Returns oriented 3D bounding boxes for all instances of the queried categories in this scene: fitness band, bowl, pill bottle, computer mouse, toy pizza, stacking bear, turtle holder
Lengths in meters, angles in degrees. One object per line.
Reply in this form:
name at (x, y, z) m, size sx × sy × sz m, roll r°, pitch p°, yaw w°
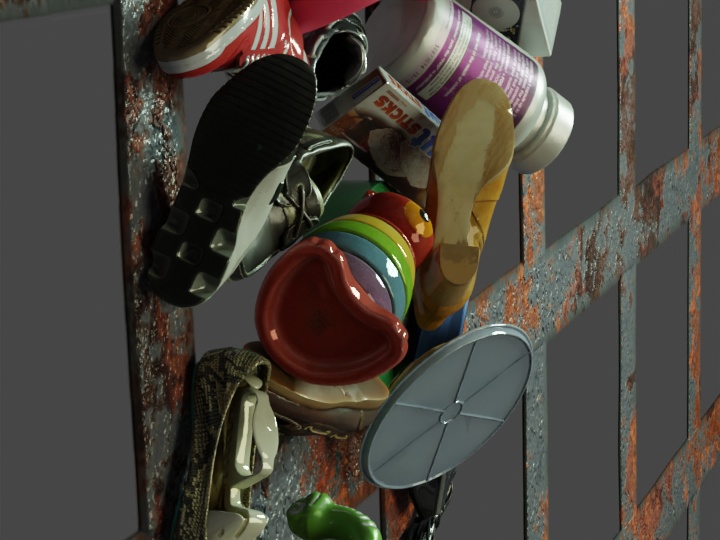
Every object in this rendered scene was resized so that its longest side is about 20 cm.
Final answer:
fitness band at (0.005, -0.238, 1.612) m, size 0.200 × 0.143 × 0.038 m, roll -49°, pitch 125°, yaw -63°
bowl at (0.079, 0.025, 1.878) m, size 0.201 × 0.039 × 0.201 m, roll -168°, pitch -90°, yaw -88°
pill bottle at (0.099, -0.171, 1.801) m, size 0.200 × 0.112 × 0.113 m, roll 32°, pitch 57°, yaw -29°
computer mouse at (0.065, 0.193, 1.951) m, size 0.139 × 0.053 × 0.201 m, roll -64°, pitch 165°, yaw -52°
toy pizza at (0.075, 0.121, 1.805) m, size 0.200 × 0.032 × 0.201 m, roll -29°, pitch 146°, yaw -22°
stacking bear at (0.000, 0.000, 1.593) m, size 0.122 × 0.114 × 0.200 m, roll 50°, pitch 33°, yaw -8°
turtle holder at (-0.042, 0.278, 1.566) m, size 0.141 × 0.131 × 0.186 m, roll -8°, pitch 98°, yaw -67°

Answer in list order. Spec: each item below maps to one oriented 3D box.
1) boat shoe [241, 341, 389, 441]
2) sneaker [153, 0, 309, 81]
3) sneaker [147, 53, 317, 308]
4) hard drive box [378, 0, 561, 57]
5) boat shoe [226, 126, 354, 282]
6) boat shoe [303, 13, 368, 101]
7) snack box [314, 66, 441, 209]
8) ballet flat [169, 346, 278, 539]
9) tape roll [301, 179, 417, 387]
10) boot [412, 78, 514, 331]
boat shoe at (-0.050, 0.109, 1.611) m, size 0.070 × 0.070 × 0.200 m, roll -47°, pitch 148°, yaw 15°
sneaker at (-0.091, -0.161, 1.470) m, size 0.200 × 0.071 × 0.113 m, roll -60°, pitch 143°, yaw -55°
sneaker at (-0.093, -0.068, 1.443) m, size 0.200 × 0.074 × 0.089 m, roll -60°, pitch 174°, yaw 4°
hard drive box at (0.090, -0.291, 1.810) m, size 0.200 × 0.155 × 0.077 m, roll 68°, pitch 29°, yaw -47°
boat shoe at (-0.061, -0.059, 1.568) m, size 0.201 × 0.066 × 0.072 m, roll -59°, pitch 145°, yaw -52°
boat shoe at (-0.025, -0.180, 1.645) m, size 0.200 × 0.068 × 0.072 m, roll -35°, pitch 125°, yaw -64°
snack box at (0.041, -0.110, 1.727) m, size 0.200 × 0.072 × 0.024 m, roll 35°, pitch 24°, yaw -52°
ballet flat at (-0.099, 0.157, 1.477) m, size 0.068 × 0.075 × 0.201 m, roll 20°, pitch 74°, yaw -54°
tape roll at (0.000, 0.019, 1.765) m, size 0.200 × 0.048 × 0.201 m, roll 2°, pitch 90°, yaw -70°
boot at (0.079, -0.056, 1.721) m, size 0.144 × 0.071 × 0.202 m, roll 125°, pitch -24°, yaw -72°
